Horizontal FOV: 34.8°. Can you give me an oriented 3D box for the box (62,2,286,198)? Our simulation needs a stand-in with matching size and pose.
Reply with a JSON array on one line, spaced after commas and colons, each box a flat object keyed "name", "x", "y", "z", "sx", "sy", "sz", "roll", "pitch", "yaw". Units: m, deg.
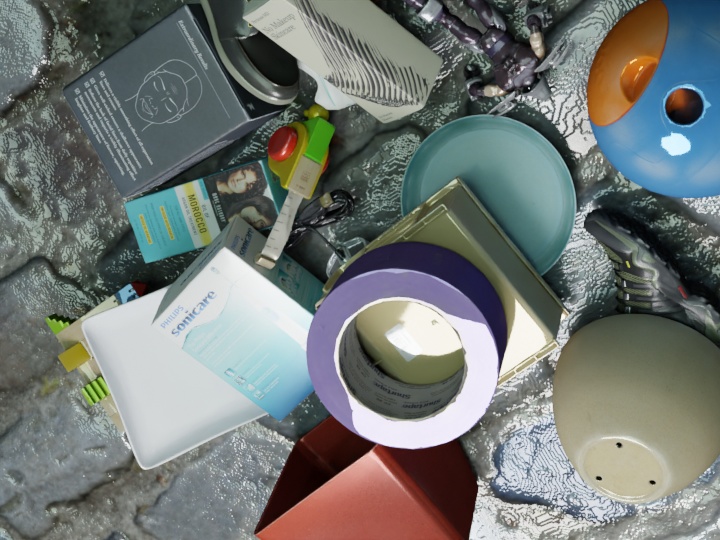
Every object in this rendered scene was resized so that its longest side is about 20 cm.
[{"name": "box", "x": -0.217, "y": -0.199, "z": 1.341, "sx": 0.200, "sy": 0.107, "sz": 0.149, "roll": -27, "pitch": 94, "yaw": 25}]

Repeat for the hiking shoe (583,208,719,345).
[{"name": "hiking shoe", "x": 0.299, "y": 0.024, "z": 1.229, "sx": 0.200, "sy": 0.076, "sz": 0.101, "roll": 45, "pitch": 111, "yaw": 3}]

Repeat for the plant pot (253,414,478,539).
[{"name": "plant pot", "x": 0.026, "y": 0.262, "z": 1.343, "sx": 0.200, "sy": 0.200, "sz": 0.176, "roll": -39, "pitch": 101, "yaw": 25}]

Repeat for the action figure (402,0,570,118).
[{"name": "action figure", "x": 0.138, "y": -0.251, "z": 1.221, "sx": 0.200, "sy": 0.069, "sz": 0.130, "roll": 46, "pitch": 108, "yaw": -1}]

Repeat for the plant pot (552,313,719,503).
[{"name": "plant pot", "x": 0.288, "y": 0.165, "z": 1.209, "sx": 0.200, "sy": 0.135, "sz": 0.201, "roll": 14, "pitch": 129, "yaw": 18}]

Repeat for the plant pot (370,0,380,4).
[{"name": "plant pot", "x": 0.017, "y": -0.375, "z": 1.180, "sx": 0.186, "sy": 0.186, "sz": 0.200, "roll": 40, "pitch": 130, "yaw": 6}]

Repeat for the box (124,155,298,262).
[{"name": "box", "x": -0.182, "y": -0.074, "z": 1.394, "sx": 0.200, "sy": 0.049, "sz": 0.082, "roll": -15, "pitch": 99, "yaw": 23}]

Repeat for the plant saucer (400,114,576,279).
[{"name": "plant saucer", "x": 0.143, "y": -0.076, "z": 1.286, "sx": 0.200, "sy": 0.027, "sz": 0.200, "roll": 6, "pitch": 107, "yaw": 18}]

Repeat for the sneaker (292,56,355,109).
[{"name": "sneaker", "x": -0.055, "y": -0.271, "z": 1.283, "sx": 0.080, "sy": 0.070, "sz": 0.200, "roll": -23, "pitch": 96, "yaw": 27}]

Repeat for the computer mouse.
[{"name": "computer mouse", "x": 0.000, "y": 0.000, "z": 1.343, "sx": 0.110, "sy": 0.044, "sz": 0.200, "roll": -40, "pitch": 97, "yaw": 21}]

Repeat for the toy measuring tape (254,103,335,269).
[{"name": "toy measuring tape", "x": -0.087, "y": -0.101, "z": 1.322, "sx": 0.073, "sy": 0.074, "sz": 0.200, "roll": 21, "pitch": 84, "yaw": 14}]

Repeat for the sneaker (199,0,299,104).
[{"name": "sneaker", "x": -0.112, "y": -0.284, "z": 1.243, "sx": 0.106, "sy": 0.075, "sz": 0.200, "roll": -39, "pitch": 77, "yaw": 48}]

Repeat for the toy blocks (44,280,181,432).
[{"name": "toy blocks", "x": -0.287, "y": 0.105, "z": 1.469, "sx": 0.137, "sy": 0.100, "sz": 0.200, "roll": -33, "pitch": 91, "yaw": 14}]

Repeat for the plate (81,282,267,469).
[{"name": "plate", "x": -0.217, "y": 0.115, "z": 1.419, "sx": 0.200, "sy": 0.032, "sz": 0.200, "roll": -24, "pitch": 97, "yaw": -17}]

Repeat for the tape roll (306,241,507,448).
[{"name": "tape roll", "x": 0.049, "y": 0.077, "z": 1.190, "sx": 0.200, "sy": 0.085, "sz": 0.200, "roll": 4, "pitch": 110, "yaw": 12}]

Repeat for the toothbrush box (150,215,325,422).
[{"name": "toothbrush box", "x": -0.120, "y": 0.059, "z": 1.357, "sx": 0.200, "sy": 0.085, "sz": 0.146, "roll": 38, "pitch": 116, "yaw": -16}]

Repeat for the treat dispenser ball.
[{"name": "treat dispenser ball", "x": 0.318, "y": -0.169, "z": 1.101, "sx": 0.201, "sy": 0.201, "sz": 0.201, "roll": 5, "pitch": 106, "yaw": 19}]

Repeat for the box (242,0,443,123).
[{"name": "box", "x": -0.016, "y": -0.241, "z": 1.198, "sx": 0.200, "sy": 0.068, "sz": 0.082, "roll": 33, "pitch": 156, "yaw": -24}]

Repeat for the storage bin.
[{"name": "storage bin", "x": 0.089, "y": 0.042, "z": 1.264, "sx": 0.198, "sy": 0.094, "sz": 0.200, "roll": -37, "pitch": 99, "yaw": 23}]
